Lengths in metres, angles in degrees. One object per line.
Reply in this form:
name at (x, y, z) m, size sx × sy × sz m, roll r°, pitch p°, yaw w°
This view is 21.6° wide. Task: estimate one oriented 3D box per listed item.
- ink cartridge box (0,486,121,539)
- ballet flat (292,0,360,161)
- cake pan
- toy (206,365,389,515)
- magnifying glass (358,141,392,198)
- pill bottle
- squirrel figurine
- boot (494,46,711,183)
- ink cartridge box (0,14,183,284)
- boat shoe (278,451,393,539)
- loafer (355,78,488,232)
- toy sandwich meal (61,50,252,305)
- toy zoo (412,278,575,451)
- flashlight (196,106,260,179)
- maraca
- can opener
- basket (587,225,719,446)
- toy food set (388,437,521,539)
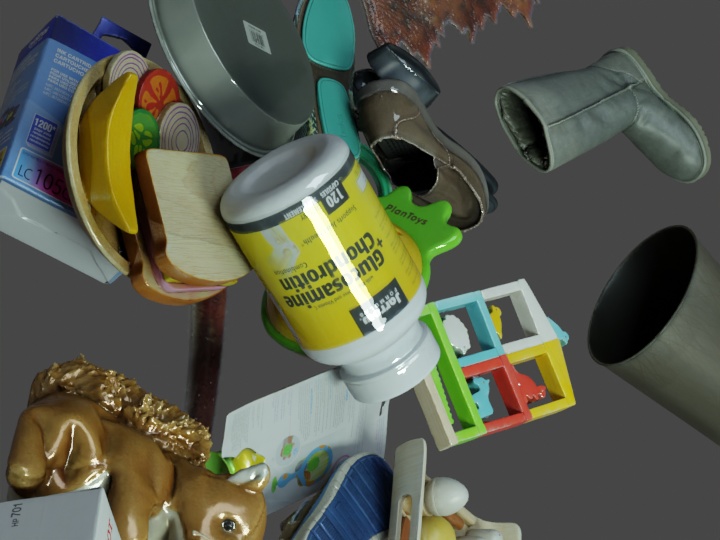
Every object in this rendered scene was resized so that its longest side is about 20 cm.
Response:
ink cartridge box at (-0.191, 0.269, 1.257) m, size 0.146 × 0.086 × 0.200 m, roll -92°, pitch 172°, yaw -57°
ballet flat at (-0.043, -0.168, 1.707) m, size 0.074 × 0.074 × 0.200 m, roll 19°, pitch 54°, yaw -30°
cake pan at (-0.103, -0.191, 1.589) m, size 0.200 × 0.037 × 0.200 m, roll 44°, pitch 31°, yaw -36°
toy at (-0.054, 0.130, 1.544) m, size 0.047 × 0.115 × 0.200 m, roll 25°, pitch 31°, yaw 33°
magnifying glass at (-0.003, -0.027, 1.699) m, size 0.080 × 0.022 × 0.200 m, roll 13°, pitch 62°, yaw -33°
pill bottle at (-0.017, 0.002, 1.474) m, size 0.200 × 0.112 × 0.112 m, roll 60°, pitch 45°, yaw -22°
squirrel figurine at (-0.159, 0.149, 1.387) m, size 0.186 × 0.142 × 0.200 m, roll 9°, pitch 35°, yaw -6°
boot at (0.248, -0.140, 1.919) m, size 0.182 × 0.073 × 0.200 m, roll 50°, pitch 39°, yaw 12°
ink cartridge box at (-0.223, -0.111, 1.532) m, size 0.136 × 0.076 × 0.200 m, roll 29°, pitch 52°, yaw -24°
boat shoe at (-0.029, 0.208, 1.521) m, size 0.072 × 0.072 × 0.200 m, roll 58°, pitch 28°, yaw -3°
loafer at (0.052, -0.088, 1.706) m, size 0.200 × 0.073 × 0.071 m, roll 45°, pitch 37°, yaw -42°
toy sandwich meal at (-0.151, -0.074, 1.458) m, size 0.205 × 0.070 × 0.205 m, roll 25°, pitch 60°, yaw -53°
toy zoo at (0.124, 0.082, 1.744) m, size 0.200 × 0.020 × 0.131 m, roll -12°, pitch 77°, yaw -41°
flashlight at (-0.115, -0.142, 1.630) m, size 0.068 × 0.068 × 0.200 m, roll 21°, pitch 51°, yaw -77°
maraca at (0.000, 0.000, 1.613) m, size 0.200 × 0.137 × 0.107 m, roll -48°, pitch 146°, yaw -28°
can opener at (0.061, -0.123, 1.771) m, size 0.200 × 0.079 × 0.063 m, roll 46°, pitch 39°, yaw -23°
basket at (0.340, 0.084, 1.841) m, size 0.200 × 0.136 × 0.180 m, roll 41°, pitch 44°, yaw -19°
toy food set at (0.083, 0.243, 1.565) m, size 0.200 × 0.060 × 0.144 m, roll 44°, pitch 43°, yaw -48°
